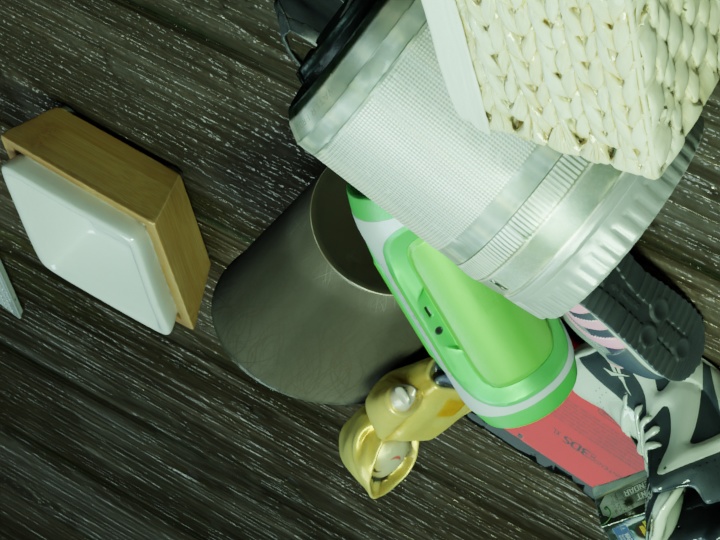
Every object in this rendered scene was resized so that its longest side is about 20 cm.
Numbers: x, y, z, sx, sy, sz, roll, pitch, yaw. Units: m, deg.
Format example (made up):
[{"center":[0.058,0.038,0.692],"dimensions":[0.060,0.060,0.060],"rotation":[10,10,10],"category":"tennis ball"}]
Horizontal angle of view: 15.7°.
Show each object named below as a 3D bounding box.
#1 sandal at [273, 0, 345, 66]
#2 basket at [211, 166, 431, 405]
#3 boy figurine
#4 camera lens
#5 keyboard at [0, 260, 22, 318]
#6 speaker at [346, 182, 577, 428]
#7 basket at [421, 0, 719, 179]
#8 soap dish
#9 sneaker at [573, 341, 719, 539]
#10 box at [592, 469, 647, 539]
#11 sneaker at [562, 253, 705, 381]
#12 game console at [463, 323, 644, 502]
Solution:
[{"center":[-0.003,-0.132,1.670],"dimensions":[0.200,0.043,0.076],"rotation":[45,159,-27],"category":"sandal"},{"center":[0.000,0.000,1.848],"dimensions":[0.179,0.137,0.200],"rotation":[6,158,-12],"category":"basket"},{"center":[0.053,0.093,1.865],"dimensions":[0.124,0.200,0.065],"rotation":[-2,-122,-56],"category":"boy figurine"},{"center":[0.072,-0.090,1.465],"dimensions":[0.200,0.160,0.160],"rotation":[37,161,-6],"category":"camera lens"},{"center":[-0.385,-0.007,2.670],"dimensions":[0.056,0.011,0.200],"rotation":[30,160,16],"category":"keyboard"},{"center":[0.068,0.007,1.707],"dimensions":[0.088,0.088,0.200],"rotation":[10,138,51],"category":"speaker"},{"center":[0.114,-0.155,1.285],"dimensions":[0.123,0.136,0.200],"rotation":[23,158,22],"category":"basket"},{"center":[-0.207,-0.043,2.174],"dimensions":[0.157,0.081,0.200],"rotation":[29,160,19],"category":"soap dish"},{"center":[0.203,0.125,1.785],"dimensions":[0.199,0.130,0.080],"rotation":[25,147,26],"category":"sneaker"},{"center":[0.264,0.201,1.894],"dimensions":[0.136,0.040,0.200],"rotation":[-21,138,12],"category":"box"},{"center":[0.141,0.003,1.710],"dimensions":[0.082,0.070,0.200],"rotation":[6,144,52],"category":"sneaker"},{"center":[0.188,0.110,1.966],"dimensions":[0.199,0.119,0.173],"rotation":[33,130,6],"category":"game console"}]
